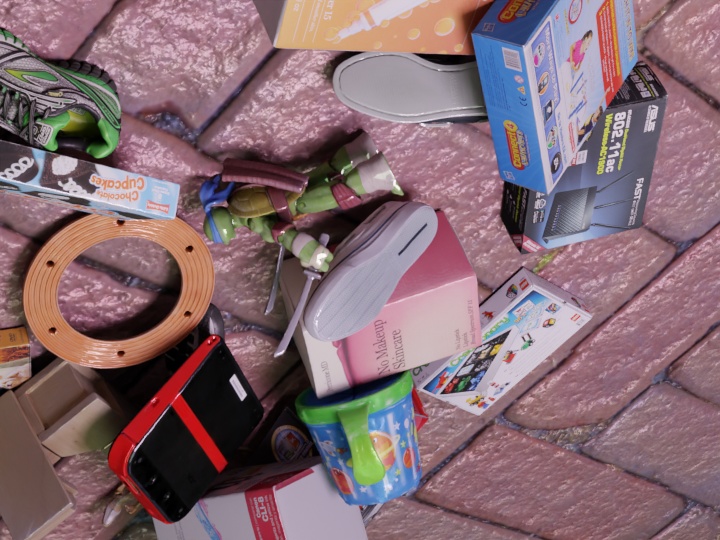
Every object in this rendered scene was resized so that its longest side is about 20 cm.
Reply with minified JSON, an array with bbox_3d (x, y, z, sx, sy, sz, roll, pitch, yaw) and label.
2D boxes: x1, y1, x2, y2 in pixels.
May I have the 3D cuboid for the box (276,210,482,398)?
[{"bbox_3d":[0.022,0.038,1.648,0.199,0.109,0.128,-18,139,-7],"label":"box"}]

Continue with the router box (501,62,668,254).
[{"bbox_3d":[0.239,-0.118,1.619,0.149,0.062,0.200,-13,138,-13],"label":"router box"}]

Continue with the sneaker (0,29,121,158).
[{"bbox_3d":[-0.297,-0.155,1.317,0.199,0.085,0.078,11,128,-33],"label":"sneaker"}]

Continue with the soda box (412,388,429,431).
[{"bbox_3d":[-0.004,0.219,1.856,0.063,0.070,0.200,15,126,-37],"label":"soda box"}]

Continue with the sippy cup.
[{"bbox_3d":[0.008,0.188,1.684,0.139,0.131,0.178,-7,-165,38],"label":"sippy cup"}]

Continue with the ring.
[{"bbox_3d":[-0.249,0.017,1.547,0.200,0.019,0.201,-12,127,-16],"label":"ring"}]

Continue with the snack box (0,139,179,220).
[{"bbox_3d":[-0.282,-0.083,1.383,0.199,0.116,0.037,13,84,-34],"label":"snack box"}]

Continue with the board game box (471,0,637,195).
[{"bbox_3d":[0.189,-0.211,1.419,0.196,0.056,0.200,-54,148,-27],"label":"board game box"}]

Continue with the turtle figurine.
[{"bbox_3d":[-0.047,-0.040,1.514,0.193,0.201,0.144,-29,173,0],"label":"turtle figurine"}]

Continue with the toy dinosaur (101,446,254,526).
[{"bbox_3d":[-0.232,0.238,1.796,0.199,0.061,0.106,-27,174,-1],"label":"toy dinosaur"}]

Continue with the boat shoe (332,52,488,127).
[{"bbox_3d":[0.068,-0.174,1.478,0.199,0.076,0.060,5,172,-9],"label":"boat shoe"}]

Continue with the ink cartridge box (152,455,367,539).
[{"bbox_3d":[-0.116,0.309,1.746,0.199,0.145,0.145,-15,-177,35],"label":"ink cartridge box"}]

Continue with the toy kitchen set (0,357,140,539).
[{"bbox_3d":[-0.319,0.234,1.616,0.200,0.163,0.181,-38,145,0],"label":"toy kitchen set"}]

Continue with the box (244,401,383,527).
[{"bbox_3d":[-0.069,0.278,1.824,0.044,0.160,0.200,-26,156,-54],"label":"box"}]

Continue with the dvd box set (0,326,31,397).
[{"bbox_3d":[-0.450,0.130,1.587,0.199,0.029,0.147,-7,136,-19],"label":"dvd box set"}]

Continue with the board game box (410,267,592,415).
[{"bbox_3d":[0.171,0.090,1.829,0.200,0.035,0.126,-43,136,21],"label":"board game box"}]

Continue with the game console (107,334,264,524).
[{"bbox_3d":[-0.187,0.177,1.629,0.177,0.031,0.200,-53,154,-18],"label":"game console"}]

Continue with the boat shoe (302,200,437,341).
[{"bbox_3d":[0.000,0.000,1.566,0.200,0.067,0.074,-42,127,-30],"label":"boat shoe"}]

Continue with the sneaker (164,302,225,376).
[{"bbox_3d":[-0.172,0.108,1.677,0.080,0.074,0.201,-29,143,-36],"label":"sneaker"}]

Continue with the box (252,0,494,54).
[{"bbox_3d":[0.016,-0.271,1.329,0.199,0.098,0.125,-2,135,-23],"label":"box"}]
